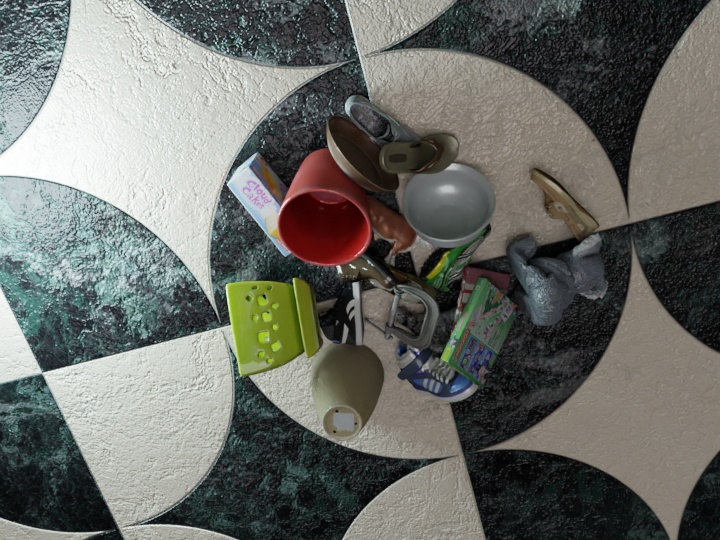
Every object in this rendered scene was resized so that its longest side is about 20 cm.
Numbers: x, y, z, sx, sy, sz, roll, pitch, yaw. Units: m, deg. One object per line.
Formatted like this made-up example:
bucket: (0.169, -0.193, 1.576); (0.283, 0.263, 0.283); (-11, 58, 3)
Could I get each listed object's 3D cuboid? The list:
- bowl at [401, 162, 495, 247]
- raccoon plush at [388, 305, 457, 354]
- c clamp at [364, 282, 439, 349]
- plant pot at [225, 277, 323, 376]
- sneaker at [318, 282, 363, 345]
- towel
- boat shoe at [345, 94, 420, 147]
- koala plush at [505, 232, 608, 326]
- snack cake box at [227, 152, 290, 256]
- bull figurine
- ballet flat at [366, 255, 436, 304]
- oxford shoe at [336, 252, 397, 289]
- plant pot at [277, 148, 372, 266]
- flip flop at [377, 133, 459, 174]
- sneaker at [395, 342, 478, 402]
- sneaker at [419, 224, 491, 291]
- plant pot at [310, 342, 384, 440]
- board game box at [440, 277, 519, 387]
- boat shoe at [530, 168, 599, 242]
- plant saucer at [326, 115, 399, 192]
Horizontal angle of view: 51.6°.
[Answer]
bowl: (0.187, -0.122, 1.588); (0.195, 0.205, 0.091); (-3, 148, 4)
raccoon plush: (0.176, 0.102, 1.714); (0.197, 0.097, 0.136); (29, 104, -11)
c clamp: (0.094, 0.100, 1.672); (0.169, 0.027, 0.202); (35, 136, 15)
plant pot: (-0.183, 0.116, 1.656); (0.177, 0.199, 0.206); (-10, 86, 0)
sneaker: (-0.050, 0.084, 1.725); (0.109, 0.073, 0.205); (-1, 113, 4)
towel: (0.268, 0.099, 1.675); (0.141, 0.023, 0.205); (10, 92, -35)
boat shoe: (0.049, -0.290, 1.562); (0.199, 0.072, 0.070); (35, 110, -13)
koala plush: (0.446, 0.015, 1.625); (0.196, 0.185, 0.181); (-19, 119, -3)
snack cake box: (-0.192, -0.144, 1.613); (0.067, 0.116, 0.201); (-33, 109, 18)
bull figurine: (0.069, -0.082, 1.649); (0.197, 0.065, 0.123); (31, 98, -7)
ballet flat: (0.085, 0.034, 1.701); (0.197, 0.071, 0.072); (28, 112, -9)
oxford shoe: (0.000, 0.000, 1.633); (0.086, 0.198, 0.072); (-59, 144, 0)
plant pot: (-0.067, -0.143, 1.540); (0.195, 0.180, 0.203); (2, 134, 2)
flip flop: (0.127, -0.240, 1.539); (0.196, 0.057, 0.083); (-9, 97, -30)
sneaker: (0.166, 0.222, 1.728); (0.197, 0.081, 0.148); (-1, 128, 48)
sneaker: (0.223, -0.036, 1.669); (0.084, 0.079, 0.200); (33, 120, -18)
plant pot: (-0.036, 0.298, 1.746); (0.182, 0.201, 0.192); (1, 113, 2)
board game box: (0.267, 0.137, 1.650); (0.134, 0.029, 0.203); (35, 77, -34)
boat shoe: (0.431, -0.139, 1.609); (0.199, 0.072, 0.065); (40, 109, -15)
plant saucer: (-0.002, -0.230, 1.524); (0.200, 0.202, 0.037); (41, 118, -14)
